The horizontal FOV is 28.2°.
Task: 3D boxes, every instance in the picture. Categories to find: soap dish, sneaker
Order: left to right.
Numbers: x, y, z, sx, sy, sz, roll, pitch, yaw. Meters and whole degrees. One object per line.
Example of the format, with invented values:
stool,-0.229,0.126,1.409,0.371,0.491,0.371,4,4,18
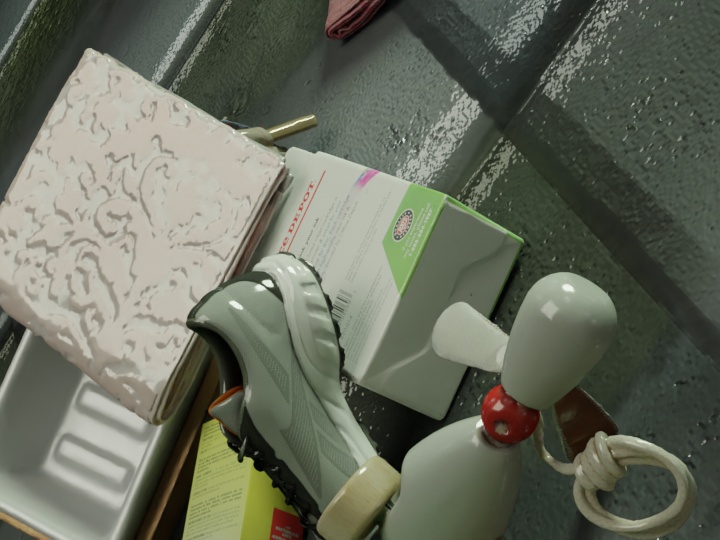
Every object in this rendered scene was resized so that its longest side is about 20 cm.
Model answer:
soap dish,-0.172,0.097,1.001,0.156,0.081,0.202,20,83,26
sneaker,-0.037,0.095,0.784,0.074,0.079,0.202,-19,93,65

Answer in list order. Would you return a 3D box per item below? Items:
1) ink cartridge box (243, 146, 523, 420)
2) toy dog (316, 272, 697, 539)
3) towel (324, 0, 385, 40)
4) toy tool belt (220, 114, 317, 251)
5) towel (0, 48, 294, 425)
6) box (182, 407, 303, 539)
ink cartridge box,0.000,0.000,0.876,0.200,0.067,0.118,26,91,58
toy dog,0.069,0.082,0.695,0.199,0.132,0.096,-36,2,32
towel,0.029,-0.285,1.087,0.144,0.023,0.202,-32,42,44
toy tool belt,-0.118,-0.049,1.067,0.199,0.125,0.123,-25,20,44
towel,-0.157,-0.028,0.956,0.199,0.032,0.192,32,96,30
box,-0.074,0.175,0.878,0.075,0.050,0.202,-27,46,45
